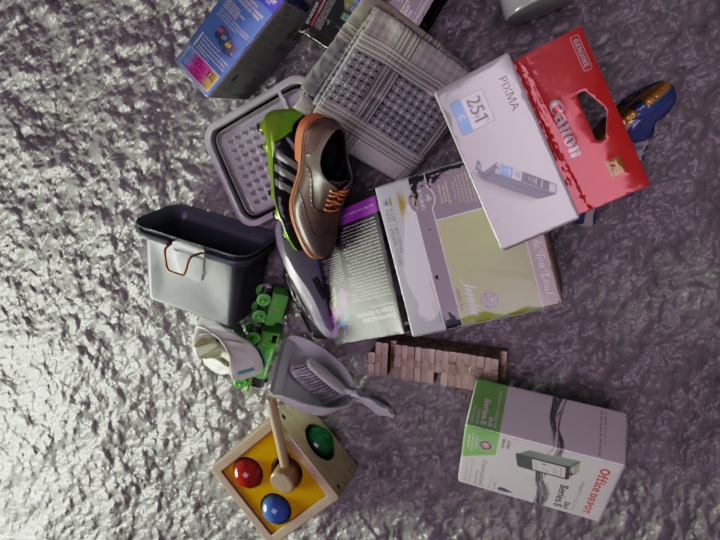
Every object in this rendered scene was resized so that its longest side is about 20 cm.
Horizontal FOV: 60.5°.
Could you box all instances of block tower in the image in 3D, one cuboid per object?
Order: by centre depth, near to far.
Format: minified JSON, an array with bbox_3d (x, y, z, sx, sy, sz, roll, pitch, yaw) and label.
[{"bbox_3d":[0.112,0.134,0.904,0.199,0.058,0.054,5,102,16],"label":"block tower"}]

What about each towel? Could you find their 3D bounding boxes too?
[{"bbox_3d":[0.032,-0.230,0.815,0.199,0.035,0.193,31,125,-16],"label":"towel"}]

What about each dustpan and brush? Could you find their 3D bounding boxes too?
[{"bbox_3d":[-0.035,0.181,0.941,0.200,0.140,0.057,40,116,-19],"label":"dustpan and brush"}]

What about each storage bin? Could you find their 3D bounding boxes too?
[{"bbox_3d":[-0.244,-0.002,0.958,0.199,0.146,0.135,16,114,14],"label":"storage bin"}]

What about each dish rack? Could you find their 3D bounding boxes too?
[{"bbox_3d":[-0.124,-0.176,0.930,0.199,0.044,0.173,-23,93,20],"label":"dish rack"}]

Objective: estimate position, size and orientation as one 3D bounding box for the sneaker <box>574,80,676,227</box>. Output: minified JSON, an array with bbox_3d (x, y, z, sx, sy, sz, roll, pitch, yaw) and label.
[{"bbox_3d":[0.328,-0.143,0.785,0.088,0.075,0.200,39,116,-5],"label":"sneaker"}]

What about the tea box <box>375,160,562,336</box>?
[{"bbox_3d":[0.148,-0.040,0.815,0.196,0.134,0.201,-13,93,20],"label":"tea box"}]

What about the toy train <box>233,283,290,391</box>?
[{"bbox_3d":[-0.158,0.110,0.983,0.056,0.042,0.201,11,116,-17],"label":"toy train"}]

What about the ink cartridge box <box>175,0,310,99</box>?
[{"bbox_3d":[-0.145,-0.337,0.858,0.200,0.136,0.076,-42,91,20],"label":"ink cartridge box"}]

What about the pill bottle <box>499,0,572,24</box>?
[{"bbox_3d":[0.193,-0.417,0.748,0.113,0.113,0.201,-16,95,19],"label":"pill bottle"}]

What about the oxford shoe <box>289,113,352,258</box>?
[{"bbox_3d":[-0.050,-0.102,0.824,0.072,0.071,0.201,32,131,49],"label":"oxford shoe"}]

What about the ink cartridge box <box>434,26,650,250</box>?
[{"bbox_3d":[0.203,-0.149,0.695,0.175,0.045,0.201,-24,88,18],"label":"ink cartridge box"}]

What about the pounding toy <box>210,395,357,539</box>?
[{"bbox_3d":[-0.119,0.295,0.961,0.200,0.142,0.184,-41,87,20],"label":"pounding toy"}]

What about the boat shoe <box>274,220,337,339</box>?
[{"bbox_3d":[-0.087,0.014,0.946,0.066,0.070,0.201,-22,97,44],"label":"boat shoe"}]

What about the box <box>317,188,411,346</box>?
[{"bbox_3d":[0.000,0.000,0.881,0.143,0.036,0.201,-16,83,45],"label":"box"}]

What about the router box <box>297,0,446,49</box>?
[{"bbox_3d":[0.029,-0.371,0.835,0.149,0.062,0.201,35,108,7],"label":"router box"}]

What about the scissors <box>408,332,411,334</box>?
[{"bbox_3d":[0.119,0.068,0.914,0.199,0.014,0.074,7,99,15],"label":"scissors"}]

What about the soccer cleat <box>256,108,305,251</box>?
[{"bbox_3d":[-0.090,-0.129,0.874,0.080,0.068,0.201,-10,97,6],"label":"soccer cleat"}]

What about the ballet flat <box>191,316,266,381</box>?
[{"bbox_3d":[-0.222,0.119,0.953,0.199,0.069,0.070,19,108,48],"label":"ballet flat"}]

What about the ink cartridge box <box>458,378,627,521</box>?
[{"bbox_3d":[0.242,0.243,0.838,0.199,0.084,0.146,11,134,16],"label":"ink cartridge box"}]
